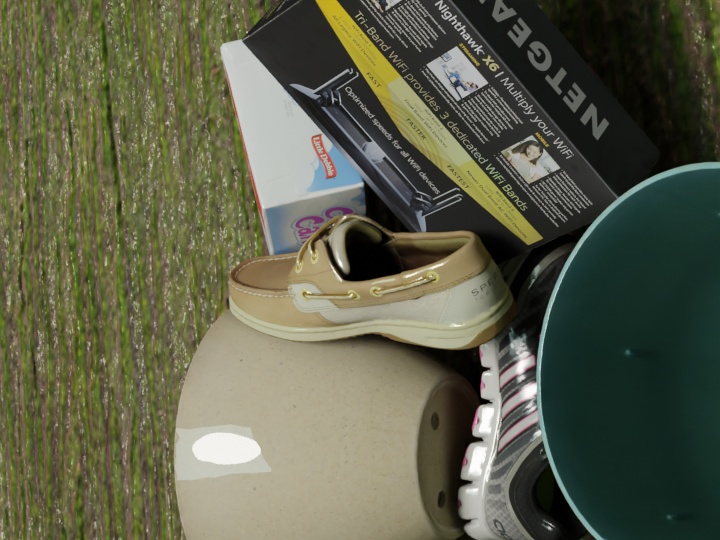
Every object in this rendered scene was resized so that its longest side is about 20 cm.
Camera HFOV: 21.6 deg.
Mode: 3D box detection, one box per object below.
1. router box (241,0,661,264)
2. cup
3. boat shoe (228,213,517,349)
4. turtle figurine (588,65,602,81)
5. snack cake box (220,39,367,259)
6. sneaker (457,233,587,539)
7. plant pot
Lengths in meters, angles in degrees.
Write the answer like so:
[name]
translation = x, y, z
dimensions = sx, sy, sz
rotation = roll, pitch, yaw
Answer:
[router box]
translation = 0.049, -0.099, 1.075
dimensions = 0.200, 0.052, 0.157
rotation = 48, 143, -14
[cup]
translation = -0.003, 0.117, 1.193
dimensions = 0.142, 0.200, 0.202
rotation = -1, 86, 29
[boat shoe]
translation = 0.000, 0.000, 1.132
dimensions = 0.199, 0.074, 0.067
rotation = 1, 123, 33
[turtle figurine]
translation = 0.111, -0.153, 1.154
dimensions = 0.143, 0.200, 0.195
rotation = -21, 94, 15
[snack cake box]
translation = -0.038, -0.061, 1.233
dimensions = 0.200, 0.067, 0.116
rotation = 83, 173, -70
[sneaker]
translation = 0.118, 0.077, 1.132
dimensions = 0.087, 0.073, 0.201
rotation = 18, 101, 43
[plant pot]
translation = 0.215, 0.056, 0.951
dimensions = 0.200, 0.160, 0.202
rotation = -9, 78, 45
